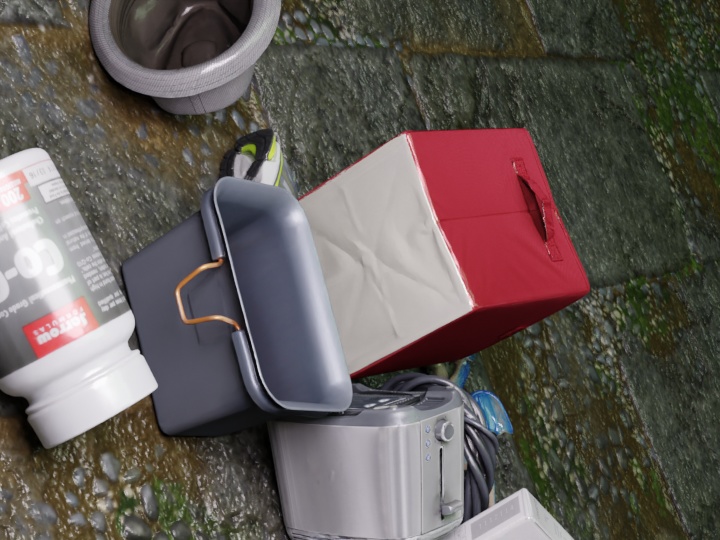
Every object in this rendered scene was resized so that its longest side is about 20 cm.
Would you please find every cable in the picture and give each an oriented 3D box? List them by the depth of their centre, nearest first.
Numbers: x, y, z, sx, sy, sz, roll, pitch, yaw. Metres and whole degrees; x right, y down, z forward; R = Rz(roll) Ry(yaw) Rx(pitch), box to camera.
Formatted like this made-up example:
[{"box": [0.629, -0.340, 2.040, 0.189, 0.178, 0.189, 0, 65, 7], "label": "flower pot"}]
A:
[{"box": [0.053, 0.175, 1.571, 0.051, 0.200, 0.164, -5, 77, -36], "label": "cable"}]

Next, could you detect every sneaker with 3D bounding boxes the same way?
[{"box": [-0.089, -0.042, 1.624, 0.081, 0.074, 0.200, 47, 36, -33], "label": "sneaker"}]

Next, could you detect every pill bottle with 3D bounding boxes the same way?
[{"box": [-0.237, 0.021, 1.300, 0.200, 0.114, 0.114, 62, 30, -3], "label": "pill bottle"}]

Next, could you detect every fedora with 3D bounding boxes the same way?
[{"box": [-0.152, -0.218, 1.601, 0.090, 0.176, 0.200, 74, 3, -55], "label": "fedora"}]

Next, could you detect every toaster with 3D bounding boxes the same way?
[{"box": [0.001, 0.168, 1.506, 0.114, 0.200, 0.129, -13, 99, -50], "label": "toaster"}]

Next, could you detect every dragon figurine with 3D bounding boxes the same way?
[{"box": [0.114, 0.159, 1.798, 0.200, 0.059, 0.099, 60, 31, -5], "label": "dragon figurine"}]

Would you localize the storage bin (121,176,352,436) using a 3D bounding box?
[{"box": [-0.116, 0.044, 1.451, 0.145, 0.134, 0.200, 9, 60, -55], "label": "storage bin"}]

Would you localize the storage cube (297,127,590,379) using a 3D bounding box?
[{"box": [0.064, -0.015, 1.581, 0.180, 0.200, 0.171, -7, 72, -50], "label": "storage cube"}]

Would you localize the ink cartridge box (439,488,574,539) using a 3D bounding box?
[{"box": [0.115, 0.304, 1.549, 0.176, 0.200, 0.045, 48, 20, -25], "label": "ink cartridge box"}]
